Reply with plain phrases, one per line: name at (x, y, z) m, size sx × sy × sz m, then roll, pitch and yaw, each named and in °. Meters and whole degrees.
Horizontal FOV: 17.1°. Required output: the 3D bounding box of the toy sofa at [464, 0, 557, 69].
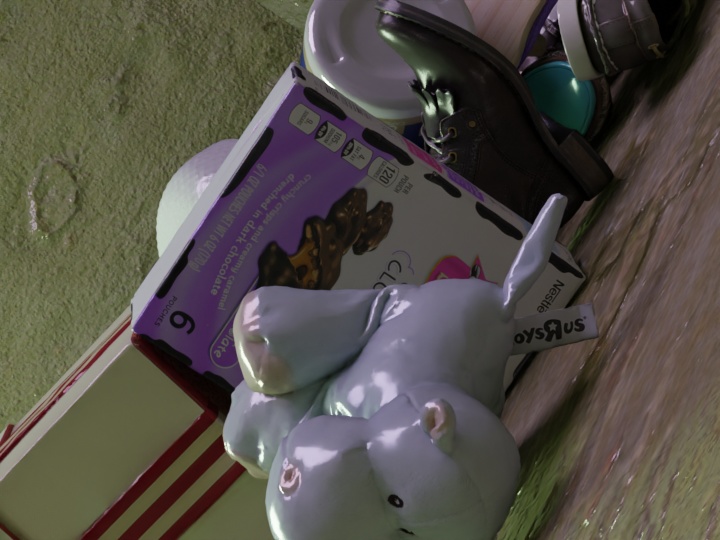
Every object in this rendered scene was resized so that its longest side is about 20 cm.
toy sofa at (0.131, -0.225, 1.546) m, size 0.083 × 0.098 × 0.201 m, roll -7°, pitch -44°, yaw -49°

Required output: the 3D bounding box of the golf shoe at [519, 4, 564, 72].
golf shoe at (0.149, -0.153, 1.665) m, size 0.200 × 0.077 × 0.095 m, roll 115°, pitch 173°, yaw -53°

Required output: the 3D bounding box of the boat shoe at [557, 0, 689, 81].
boat shoe at (0.177, -0.165, 1.511) m, size 0.060 × 0.073 × 0.202 m, roll -14°, pitch 11°, yaw 22°

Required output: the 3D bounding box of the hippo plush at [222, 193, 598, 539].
hippo plush at (0.030, 0.092, 1.152) m, size 0.199 × 0.160 × 0.161 m, roll -15°, pitch 35°, yaw 5°

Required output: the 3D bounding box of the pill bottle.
pill bottle at (0.011, -0.106, 1.578) m, size 0.111 × 0.111 × 0.200 m, roll -59°, pitch -9°, yaw -25°

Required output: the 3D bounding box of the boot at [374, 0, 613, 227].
boot at (0.040, -0.042, 1.400) m, size 0.174 × 0.200 × 0.069 m, roll -49°, pitch 19°, yaw -2°

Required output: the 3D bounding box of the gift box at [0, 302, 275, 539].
gift box at (-0.128, 0.142, 1.414) m, size 0.187 × 0.185 × 0.200 m, roll -45°, pitch 4°, yaw 7°

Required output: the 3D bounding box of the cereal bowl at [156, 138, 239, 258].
cereal bowl at (-0.081, 0.013, 1.680) m, size 0.083 × 0.201 × 0.200 m, roll -32°, pitch -5°, yaw -24°

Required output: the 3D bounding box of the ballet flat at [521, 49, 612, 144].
ballet flat at (0.124, -0.093, 1.601) m, size 0.075 × 0.068 × 0.200 m, roll -28°, pitch -15°, yaw -38°

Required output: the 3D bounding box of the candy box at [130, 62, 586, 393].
candy box at (-0.002, 0.010, 1.346) m, size 0.168 × 0.199 × 0.072 m, roll -56°, pitch 11°, yaw 8°
